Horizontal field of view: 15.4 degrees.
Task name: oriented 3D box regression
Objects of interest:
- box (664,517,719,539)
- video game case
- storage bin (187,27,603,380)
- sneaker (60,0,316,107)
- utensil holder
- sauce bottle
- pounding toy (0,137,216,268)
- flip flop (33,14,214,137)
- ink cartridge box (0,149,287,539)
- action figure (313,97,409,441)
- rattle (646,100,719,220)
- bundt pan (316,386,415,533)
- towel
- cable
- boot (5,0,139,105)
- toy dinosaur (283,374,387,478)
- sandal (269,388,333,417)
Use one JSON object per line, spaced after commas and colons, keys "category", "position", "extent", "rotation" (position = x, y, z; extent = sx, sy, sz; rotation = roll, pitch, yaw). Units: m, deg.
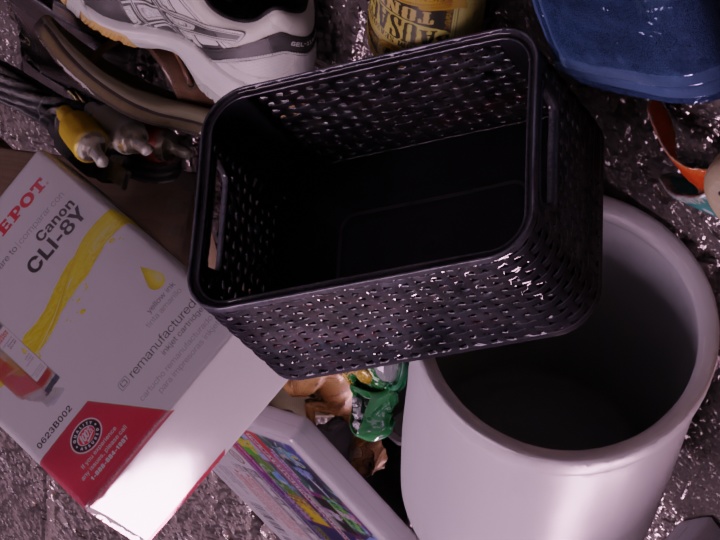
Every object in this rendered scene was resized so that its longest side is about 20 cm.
{"category": "box", "position": [0.224, 0.279, 1.643], "extent": [0.200, 0.156, 0.041], "rotation": [50, 152, -12]}
{"category": "video game case", "position": [-0.038, 0.145, 1.757], "extent": [0.182, 0.023, 0.200], "rotation": [14, 151, 51]}
{"category": "storage bin", "position": [0.020, -0.033, 1.404], "extent": [0.199, 0.136, 0.094], "rotation": [-10, 149, 24]}
{"category": "sneaker", "position": [-0.101, -0.170, 1.578], "extent": [0.199, 0.076, 0.088], "rotation": [30, 133, 23]}
{"category": "utensil holder", "position": [0.107, 0.078, 1.514], "extent": [0.170, 0.170, 0.200], "rotation": [35, 154, 17]}
{"category": "sauce bottle", "position": [0.036, -0.137, 1.420], "extent": [0.066, 0.066, 0.200], "rotation": [34, 151, 19]}
{"category": "pounding toy", "position": [-0.204, -0.027, 1.778], "extent": [0.199, 0.143, 0.184], "rotation": [8, 159, 6]}
{"category": "flip flop", "position": [-0.106, -0.114, 1.632], "extent": [0.199, 0.058, 0.081], "rotation": [23, -172, -7]}
{"category": "ink cartridge box", "position": [-0.162, 0.044, 1.606], "extent": [0.200, 0.145, 0.083], "rotation": [39, 179, 32]}
{"category": "action figure", "position": [0.000, 0.000, 1.562], "extent": [0.118, 0.054, 0.201], "rotation": [161, 104, -69]}
{"category": "rattle", "position": [0.198, 0.009, 1.327], "extent": [0.199, 0.143, 0.130], "rotation": [28, 168, 17]}
{"category": "bundt pan", "position": [0.064, 0.151, 1.771], "extent": [0.201, 0.076, 0.202], "rotation": [33, 150, 22]}
{"category": "towel", "position": [0.115, -0.168, 1.286], "extent": [0.111, 0.049, 0.201], "rotation": [17, 142, 41]}
{"category": "cable", "position": [-0.181, -0.106, 1.679], "extent": [0.200, 0.097, 0.051], "rotation": [39, 119, 39]}
{"category": "boot", "position": [-0.212, -0.157, 1.732], "extent": [0.200, 0.069, 0.174], "rotation": [36, 151, 13]}
{"category": "toy dinosaur", "position": [-0.030, 0.049, 1.653], "extent": [0.106, 0.061, 0.200], "rotation": [18, 150, 36]}
{"category": "sandal", "position": [-0.077, 0.089, 1.905], "extent": [0.080, 0.054, 0.200], "rotation": [54, 152, -18]}
